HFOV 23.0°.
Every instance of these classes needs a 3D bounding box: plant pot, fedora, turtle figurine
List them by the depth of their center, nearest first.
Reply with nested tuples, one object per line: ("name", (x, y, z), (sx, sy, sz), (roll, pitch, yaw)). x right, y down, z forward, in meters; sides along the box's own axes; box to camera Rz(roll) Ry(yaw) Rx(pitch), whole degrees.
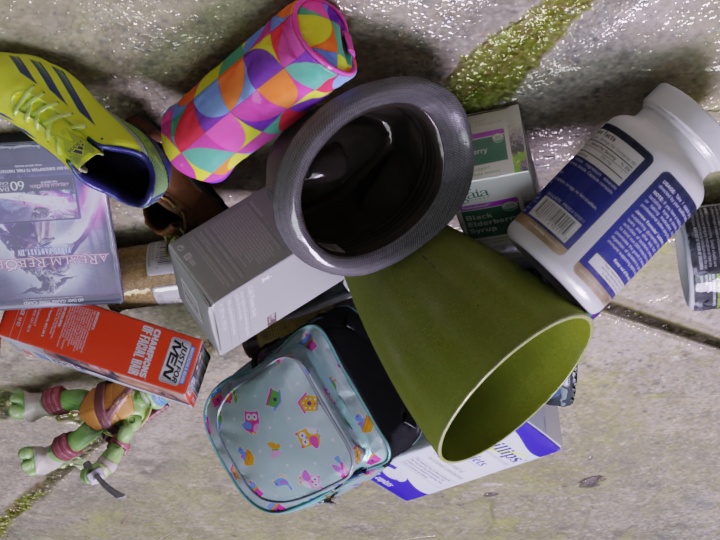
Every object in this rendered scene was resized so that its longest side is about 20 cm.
("fedora", (-0.005, -0.092, 1.565), (0.200, 0.090, 0.177), (-32, 126, -20))
("plant pot", (0.081, 0.041, 1.637), (0.187, 0.200, 0.187), (-34, 155, -18))
("turtle figurine", (-0.317, 0.160, 1.950), (0.193, 0.200, 0.144), (-21, 110, 32))

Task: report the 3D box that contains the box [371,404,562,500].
("box", (0.101, 0.125, 1.898), (0.199, 0.185, 0.105), (-21, 143, 26))

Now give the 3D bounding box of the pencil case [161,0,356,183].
("pencil case", (-0.088, -0.153, 1.525), (0.088, 0.089, 0.200), (23, 138, -36))

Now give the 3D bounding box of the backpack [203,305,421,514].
("backpack", (-0.063, 0.157, 1.814), (0.200, 0.176, 0.153), (-33, 178, 37))

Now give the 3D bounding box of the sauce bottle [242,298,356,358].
("sauce bottle", (-0.029, 0.050, 1.875), (0.199, 0.065, 0.065), (-9, 148, 10))

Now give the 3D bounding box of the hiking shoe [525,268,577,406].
("hiking shoe", (0.172, 0.063, 1.773), (0.086, 0.075, 0.200), (-2, 137, 13))

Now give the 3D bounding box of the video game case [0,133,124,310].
("video game case", (-0.307, -0.045, 1.680), (0.142, 0.019, 0.201), (-3, 129, -1))

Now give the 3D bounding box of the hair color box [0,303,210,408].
("hair color box", (-0.258, 0.076, 1.798), (0.199, 0.064, 0.111), (17, 169, 3))

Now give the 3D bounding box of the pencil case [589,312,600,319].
("pencil case", (0.242, -0.029, 1.762), (0.085, 0.093, 0.200), (33, 145, 4))

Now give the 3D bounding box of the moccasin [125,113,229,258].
("moccasin", (-0.176, -0.060, 1.655), (0.078, 0.074, 0.201), (-49, 145, -9))

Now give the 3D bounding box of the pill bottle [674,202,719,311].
("pill bottle", (0.422, -0.023, 1.773), (0.199, 0.107, 0.106), (-7, 148, 4))

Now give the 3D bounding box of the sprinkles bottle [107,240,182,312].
("sprinkles bottle", (-0.158, -0.003, 1.773), (0.199, 0.069, 0.068), (-7, 148, 6))

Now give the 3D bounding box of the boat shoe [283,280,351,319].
("boat shoe", (0.000, 0.000, 1.797), (0.199, 0.067, 0.073), (-23, 144, 27))

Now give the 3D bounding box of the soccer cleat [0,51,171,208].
("soccer cleat", (-0.251, -0.122, 1.519), (0.200, 0.084, 0.065), (32, 115, -13))

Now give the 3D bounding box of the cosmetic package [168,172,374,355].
("cosmetic package", (-0.074, -0.021, 1.656), (0.199, 0.090, 0.107), (-30, 154, -13))

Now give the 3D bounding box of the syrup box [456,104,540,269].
("syrup box", (0.134, -0.066, 1.695), (0.078, 0.082, 0.200), (-11, 149, 9))

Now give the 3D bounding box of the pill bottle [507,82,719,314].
("pill bottle", (0.239, -0.068, 1.604), (0.200, 0.116, 0.116), (-46, 140, 0))
